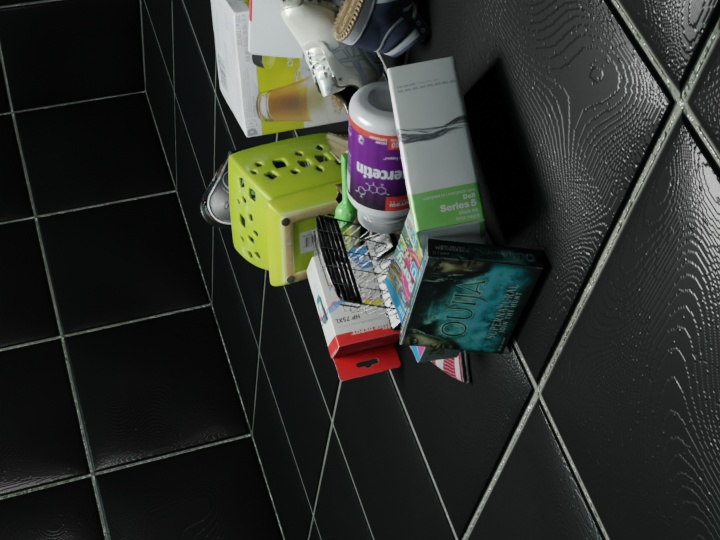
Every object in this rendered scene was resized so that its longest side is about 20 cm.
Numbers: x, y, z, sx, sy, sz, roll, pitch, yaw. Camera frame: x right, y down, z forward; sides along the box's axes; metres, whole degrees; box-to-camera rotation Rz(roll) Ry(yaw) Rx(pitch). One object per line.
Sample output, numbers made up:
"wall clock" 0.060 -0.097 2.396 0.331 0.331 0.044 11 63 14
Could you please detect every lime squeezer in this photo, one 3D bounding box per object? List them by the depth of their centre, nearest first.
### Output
"lime squeezer" -0.035 -0.092 1.715 0.071 0.038 0.200 51 153 16

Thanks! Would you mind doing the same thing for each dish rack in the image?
"dish rack" 0.000 0.000 1.597 0.054 0.199 0.154 -32 64 31

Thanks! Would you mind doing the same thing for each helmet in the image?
"helmet" -0.221 -0.133 2.298 0.201 0.190 0.200 -57 14 22

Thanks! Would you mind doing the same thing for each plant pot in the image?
"plant pot" -0.104 -0.097 1.929 0.182 0.199 0.200 51 148 46

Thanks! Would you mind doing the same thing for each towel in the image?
"towel" 0.105 0.074 1.638 0.200 0.023 0.145 -151 50 -69

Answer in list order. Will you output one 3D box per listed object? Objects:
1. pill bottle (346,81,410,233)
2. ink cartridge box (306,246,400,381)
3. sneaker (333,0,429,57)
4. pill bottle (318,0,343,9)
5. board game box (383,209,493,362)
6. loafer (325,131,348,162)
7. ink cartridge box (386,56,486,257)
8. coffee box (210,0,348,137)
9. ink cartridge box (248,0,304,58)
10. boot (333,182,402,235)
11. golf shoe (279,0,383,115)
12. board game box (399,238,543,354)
"pill bottle" 0.037 -0.152 1.544 0.113 0.112 0.201 -119 23 -45
"ink cartridge box" -0.005 0.068 1.838 0.067 0.116 0.201 121 134 -66
"sneaker" 0.055 -0.368 1.435 0.201 0.108 0.070 -59 33 22
"pill bottle" -0.008 -0.410 1.517 0.200 0.112 0.113 101 152 -52
"board game box" 0.104 0.003 1.477 0.201 0.064 0.148 108 148 -47
"loafer" -0.002 -0.178 1.724 0.200 0.076 0.068 -147 53 -68
"ink cartridge box" 0.092 -0.129 1.317 0.146 0.083 0.201 58 -158 -76
"coffee box" -0.116 -0.353 1.763 0.200 0.197 0.201 -122 25 -55
"ink cartridge box" -0.109 -0.423 1.566 0.145 0.083 0.201 100 173 -60
"boot" 0.018 -0.097 1.720 0.200 0.075 0.074 -136 40 -60
"golf shoe" -0.040 -0.285 1.498 0.078 0.200 0.098 -5 62 38
"board game box" 0.127 0.035 1.334 0.200 0.134 0.028 102 172 -55
